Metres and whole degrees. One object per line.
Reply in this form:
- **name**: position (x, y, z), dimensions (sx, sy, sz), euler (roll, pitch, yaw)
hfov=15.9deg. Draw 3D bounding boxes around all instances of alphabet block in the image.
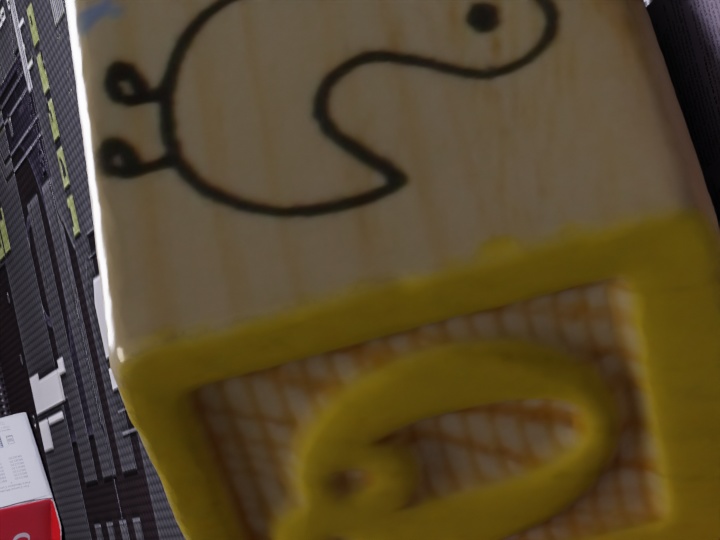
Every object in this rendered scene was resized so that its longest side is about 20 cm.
- **alphabet block**: position (0.016, -0.013, 0.890), dimensions (0.197, 0.195, 0.200), euler (70, -175, -50)

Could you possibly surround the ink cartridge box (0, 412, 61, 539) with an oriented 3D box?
- **ink cartridge box**: position (-0.400, 0.297, 2.953), dimensions (0.200, 0.084, 0.176), euler (96, 157, -46)

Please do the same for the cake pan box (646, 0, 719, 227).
- **cake pan box**: position (0.154, -0.029, 0.758), dimensions (0.184, 0.052, 0.201), euler (129, 128, -68)
